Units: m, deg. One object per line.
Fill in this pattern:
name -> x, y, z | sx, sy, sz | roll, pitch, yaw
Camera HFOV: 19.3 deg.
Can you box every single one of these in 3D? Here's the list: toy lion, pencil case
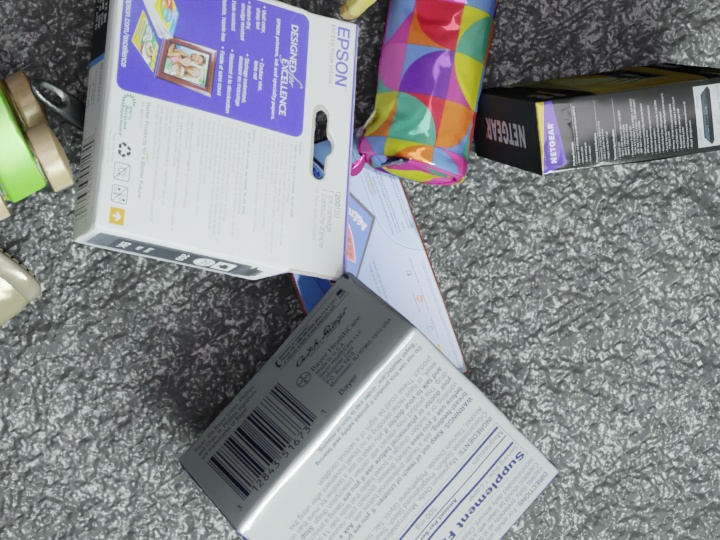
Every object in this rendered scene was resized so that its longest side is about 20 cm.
toy lion -> -0.272, -0.152, 1.430 | 0.068, 0.200, 0.193 | -26, 117, -5
pencil case -> 0.051, -0.159, 1.528 | 0.088, 0.088, 0.202 | 14, 84, -10

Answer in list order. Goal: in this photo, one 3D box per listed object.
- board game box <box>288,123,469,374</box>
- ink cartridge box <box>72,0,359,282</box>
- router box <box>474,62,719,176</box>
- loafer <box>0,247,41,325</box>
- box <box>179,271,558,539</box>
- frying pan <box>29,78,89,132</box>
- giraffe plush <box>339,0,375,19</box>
board game box -> 0.000, 0.000, 1.570 | 0.102, 0.019, 0.201 | -21, 97, -11
ink cartridge box -> -0.097, -0.099, 1.478 | 0.199, 0.043, 0.200 | 13, 72, -30
router box -> 0.175, -0.109, 1.502 | 0.156, 0.200, 0.053 | -9, 99, -9
loafer -> -0.319, -0.022, 1.486 | 0.199, 0.076, 0.069 | 35, 82, -11
box -> 0.008, 0.139, 1.499 | 0.184, 0.105, 0.200 | -48, 128, -4
frying pan -> -0.163, -0.068, 1.487 | 0.189, 0.031, 0.116 | 2, 85, -47
giraffe plush -> -0.029, -0.294, 1.491 | 0.199, 0.173, 0.163 | 20, 69, 0
